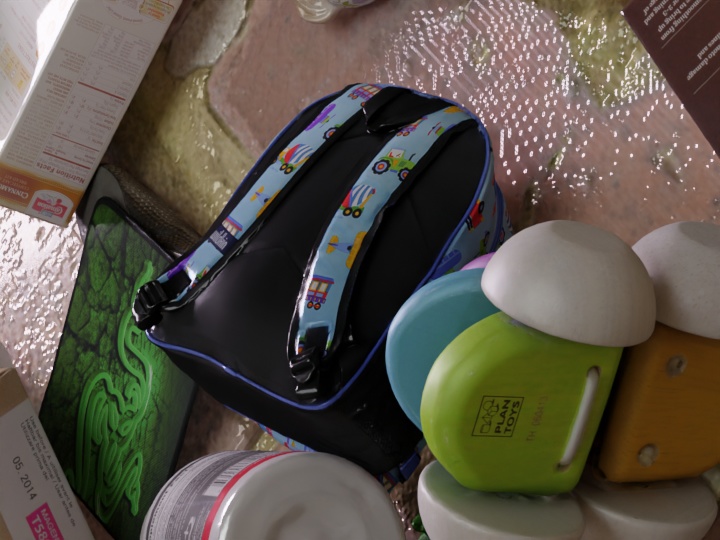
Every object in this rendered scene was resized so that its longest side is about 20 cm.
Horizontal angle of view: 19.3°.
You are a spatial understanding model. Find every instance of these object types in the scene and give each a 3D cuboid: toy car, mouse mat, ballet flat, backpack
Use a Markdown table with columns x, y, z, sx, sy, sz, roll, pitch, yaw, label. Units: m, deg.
| x | y | z | sx | sy | sz | roll | pitch | yaw | label |
| --- | --- | --- | --- | --- | --- | --- | --- | --- | --- |
| 0.099 | 0.048 | 1.048 | 0.150 | 0.200 | 0.175 | 40 | 122 | 47 | toy car |
| -0.156 | 0.071 | 1.383 | 0.161 | 0.008 | 0.200 | 39 | 122 | 44 | mouse mat |
| -0.131 | -0.017 | 1.395 | 0.200 | 0.046 | 0.067 | 34 | 119 | 49 | ballet flat |
| 0.000 | 0.000 | 1.195 | 0.182 | 0.135 | 0.200 | 20 | 70 | 44 | backpack |

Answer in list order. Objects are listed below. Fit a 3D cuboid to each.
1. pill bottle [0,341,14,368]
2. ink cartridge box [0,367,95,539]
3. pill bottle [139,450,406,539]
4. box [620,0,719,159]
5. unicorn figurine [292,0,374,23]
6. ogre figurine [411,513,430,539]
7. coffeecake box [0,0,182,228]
| x | y | z | sx | sy | sz | roll | pitch | yaw | label |
| --- | --- | --- | --- | --- | --- | --- | --- | --- | --- |
| -0.343 | 0.089 | 1.520 | 0.200 | 0.110 | 0.110 | -6 | 75 | 43 | pill bottle |
| -0.257 | 0.172 | 1.375 | 0.165 | 0.075 | 0.200 | -10 | 107 | 41 | ink cartridge box |
| -0.059 | 0.157 | 1.196 | 0.200 | 0.111 | 0.111 | 168 | 111 | -68 | pill bottle |
| 0.225 | -0.088 | 1.046 | 0.100 | 0.075 | 0.200 | -46 | 50 | 25 | box |
| 0.021 | -0.213 | 1.283 | 0.200 | 0.074 | 0.138 | -40 | 54 | 50 | unicorn figurine |
| 0.046 | 0.230 | 1.121 | 0.120 | 0.098 | 0.200 | -44 | 63 | 12 | ogre figurine |
| -0.208 | -0.154 | 1.456 | 0.200 | 0.073 | 0.154 | -61 | 33 | 14 | coffeecake box |
